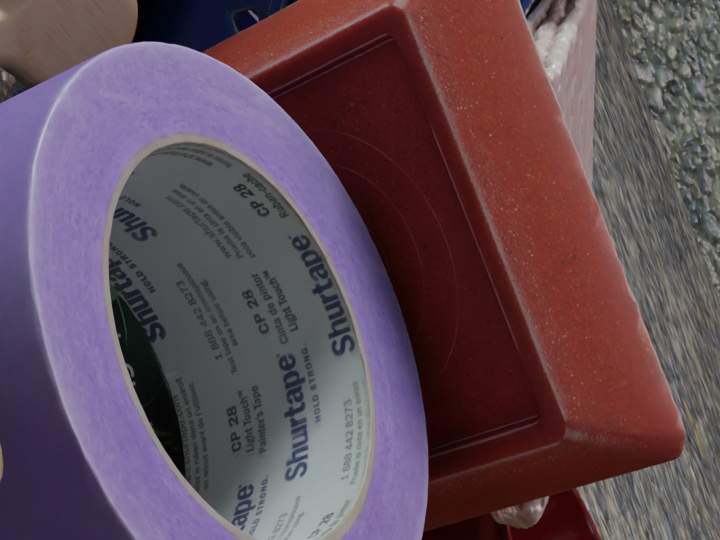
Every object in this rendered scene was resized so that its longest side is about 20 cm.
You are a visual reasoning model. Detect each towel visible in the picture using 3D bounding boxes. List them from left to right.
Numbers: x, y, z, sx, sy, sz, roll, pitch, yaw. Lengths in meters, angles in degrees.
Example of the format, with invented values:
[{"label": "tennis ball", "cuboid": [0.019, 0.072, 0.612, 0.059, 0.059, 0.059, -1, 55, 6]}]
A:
[{"label": "towel", "cuboid": [0.076, -0.016, 0.996, 0.200, 0.032, 0.193, -58, 150, -69]}]

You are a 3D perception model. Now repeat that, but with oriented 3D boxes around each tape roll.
[{"label": "tape roll", "cuboid": [-0.067, 0.035, 0.754, 0.200, 0.085, 0.201, 36, 43, -42]}]

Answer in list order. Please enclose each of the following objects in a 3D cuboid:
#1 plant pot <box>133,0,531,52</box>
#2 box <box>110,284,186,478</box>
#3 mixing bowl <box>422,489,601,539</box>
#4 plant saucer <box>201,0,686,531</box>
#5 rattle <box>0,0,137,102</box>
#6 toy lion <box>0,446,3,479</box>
[{"label": "plant pot", "cuboid": [-0.010, -0.148, 1.056, 0.179, 0.201, 0.200, 30, 18, 0]}, {"label": "box", "cuboid": [-0.062, 0.056, 0.937, 0.201, 0.036, 0.144, 69, 14, 4]}, {"label": "mixing bowl", "cuboid": [0.055, 0.178, 1.048, 0.200, 0.108, 0.202, -21, 90, -75]}, {"label": "plant saucer", "cuboid": [0.000, 0.000, 0.852, 0.037, 0.199, 0.201, -21, 89, -47]}, {"label": "rattle", "cuboid": [-0.148, -0.115, 0.853, 0.130, 0.142, 0.201, -52, 137, -30]}, {"label": "toy lion", "cuboid": [-0.176, 0.029, 0.530, 0.192, 0.068, 0.200, 55, 18, -19]}]
